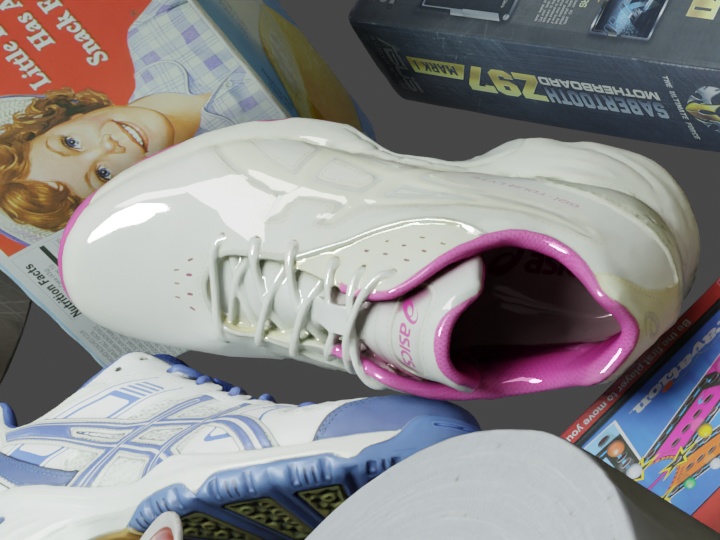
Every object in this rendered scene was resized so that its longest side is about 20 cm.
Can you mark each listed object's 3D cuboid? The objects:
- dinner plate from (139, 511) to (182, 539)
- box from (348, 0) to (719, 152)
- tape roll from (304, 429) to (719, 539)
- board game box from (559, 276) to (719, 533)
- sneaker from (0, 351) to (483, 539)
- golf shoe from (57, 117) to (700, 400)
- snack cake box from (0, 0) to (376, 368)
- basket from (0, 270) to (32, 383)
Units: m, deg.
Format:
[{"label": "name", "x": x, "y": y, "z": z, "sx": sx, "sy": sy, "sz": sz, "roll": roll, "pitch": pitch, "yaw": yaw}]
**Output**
[{"label": "dinner plate", "x": -0.081, "y": 0.163, "z": 0.666, "sx": 0.200, "sy": 0.024, "sz": 0.201, "roll": -159, "pitch": 90, "yaw": -82}, {"label": "box", "x": 0.109, "y": -0.139, "z": 0.824, "sx": 0.157, "sy": 0.051, "sz": 0.200, "roll": 11, "pitch": 63, "yaw": 38}, {"label": "tape roll", "x": 0.021, "y": 0.140, "z": 0.587, "sx": 0.200, "sy": 0.066, "sz": 0.201, "roll": -42, "pitch": 29, "yaw": 29}, {"label": "board game box", "x": 0.083, "y": 0.085, "z": 0.695, "sx": 0.200, "sy": 0.019, "sz": 0.103, "roll": -45, "pitch": 46, "yaw": -4}, {"label": "sneaker", "x": -0.052, "y": 0.057, "z": 0.764, "sx": 0.200, "sy": 0.075, "sz": 0.088, "roll": -14, "pitch": 51, "yaw": 23}, {"label": "golf shoe", "x": 0.000, "y": 0.000, "z": 0.727, "sx": 0.199, "sy": 0.076, "sz": 0.092, "roll": -2, "pitch": 23, "yaw": 11}, {"label": "snack cake box", "x": -0.085, "y": -0.059, "z": 0.784, "sx": 0.115, "sy": 0.200, "sz": 0.067, "roll": -25, "pitch": 47, "yaw": 15}, {"label": "basket", "x": -0.222, "y": -0.014, "z": 0.820, "sx": 0.136, "sy": 0.200, "sz": 0.181, "roll": -49, "pitch": 37, "yaw": 26}]
